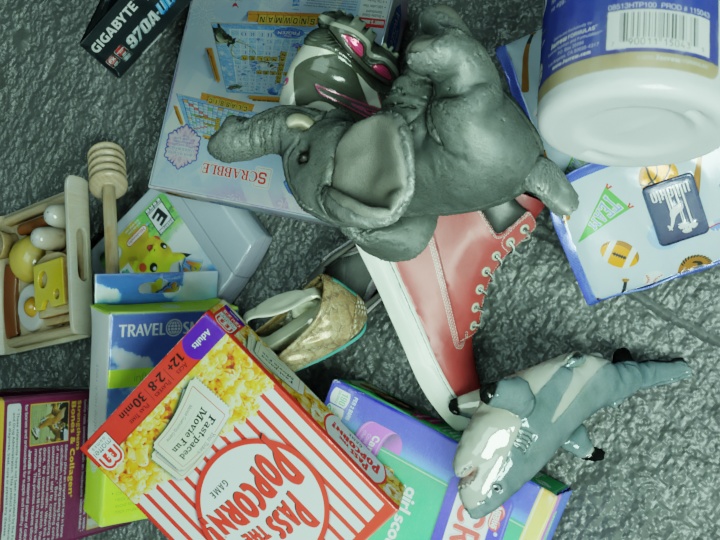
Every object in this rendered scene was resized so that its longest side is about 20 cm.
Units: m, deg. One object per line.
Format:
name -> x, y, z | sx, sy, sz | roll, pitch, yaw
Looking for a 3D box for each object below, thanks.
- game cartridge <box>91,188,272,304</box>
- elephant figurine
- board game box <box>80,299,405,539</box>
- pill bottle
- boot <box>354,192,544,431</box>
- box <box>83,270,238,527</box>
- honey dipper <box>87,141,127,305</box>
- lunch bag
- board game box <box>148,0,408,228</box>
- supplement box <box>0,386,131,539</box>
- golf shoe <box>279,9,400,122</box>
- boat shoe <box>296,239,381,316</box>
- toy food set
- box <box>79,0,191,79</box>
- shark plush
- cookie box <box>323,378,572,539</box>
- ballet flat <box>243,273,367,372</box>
game cartridge -> -0.181, -0.001, 0.877 | 0.200, 0.040, 0.134 | -43, 75, 14
elephant figurine -> 0.014, -0.071, 0.642 | 0.199, 0.142, 0.156 | -35, 34, 8
board game box -> -0.088, 0.148, 0.703 | 0.200, 0.046, 0.152 | 45, 104, -1
pill bottle -> 0.173, -0.179, 0.579 | 0.118, 0.120, 0.204 | 1, 75, 22
boot -> 0.093, 0.017, 0.722 | 0.142, 0.073, 0.202 | -23, 104, 7
box -> -0.169, 0.105, 0.796 | 0.047, 0.120, 0.204 | 15, 103, 52
honey dipper -> -0.228, -0.038, 0.852 | 0.038, 0.038, 0.202 | -30, 49, 17
lunch bag -> 0.209, -0.094, 0.674 | 0.168, 0.124, 0.203 | -20, 78, 19
board game box -> -0.073, -0.150, 0.809 | 0.197, 0.041, 0.203 | 12, 87, 23
supplement box -> -0.294, 0.169, 0.817 | 0.102, 0.199, 0.133 | -1, 85, 22
golf shoe -> 0.026, -0.114, 0.736 | 0.199, 0.077, 0.089 | 36, 94, -22
boat shoe -> 0.000, 0.000, 0.788 | 0.199, 0.057, 0.067 | -39, 72, 15
toy food set -> -0.327, 0.001, 0.899 | 0.198, 0.060, 0.146 | -12, 80, 40
box -> -0.164, -0.273, 0.816 | 0.158, 0.046, 0.201 | -39, 29, 22
shark plush -> 0.151, 0.108, 0.690 | 0.091, 0.197, 0.084 | -40, 69, 61
cookie box -> 0.042, 0.205, 0.743 | 0.198, 0.075, 0.174 | 24, 94, 22
ballet flat -> -0.089, 0.067, 0.748 | 0.199, 0.066, 0.071 | -35, 31, 0
